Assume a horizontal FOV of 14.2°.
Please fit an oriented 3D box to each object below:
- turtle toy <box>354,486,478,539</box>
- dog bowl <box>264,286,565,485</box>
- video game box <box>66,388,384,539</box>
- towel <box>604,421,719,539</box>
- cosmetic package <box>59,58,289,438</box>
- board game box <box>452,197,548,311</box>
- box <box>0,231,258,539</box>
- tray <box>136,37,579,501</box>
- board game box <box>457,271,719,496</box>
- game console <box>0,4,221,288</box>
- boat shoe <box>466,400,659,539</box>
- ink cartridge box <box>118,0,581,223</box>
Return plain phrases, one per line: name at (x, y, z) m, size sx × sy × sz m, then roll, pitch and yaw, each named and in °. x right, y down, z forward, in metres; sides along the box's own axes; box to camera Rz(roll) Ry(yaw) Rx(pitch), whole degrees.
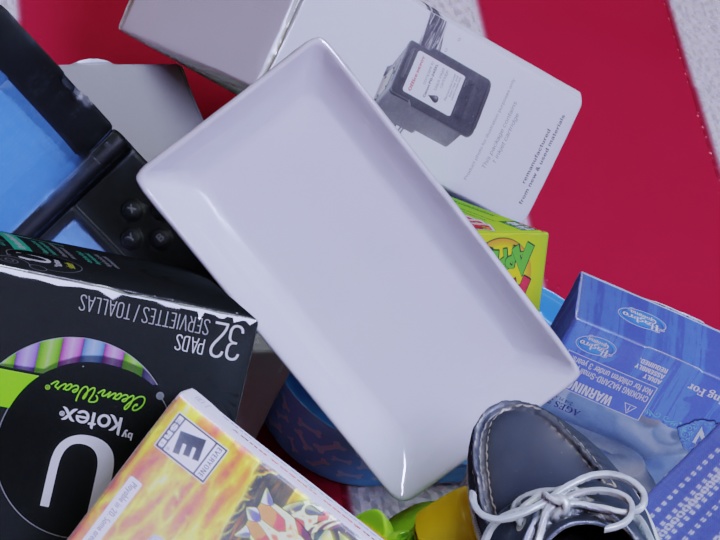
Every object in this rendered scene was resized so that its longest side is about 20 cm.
turtle toy at (0.024, 0.171, 1.290) m, size 0.101 × 0.146 × 0.200 m, roll 44°, pitch 27°, yaw -27°
dog bowl at (0.036, 0.060, 1.499) m, size 0.200 × 0.050 × 0.112 m, roll 0°, pitch 50°, yaw -29°
video game box at (-0.060, 0.181, 1.173) m, size 0.182 × 0.200 × 0.047 m, roll 37°, pitch 2°, yaw 2°
towel at (0.182, 0.152, 1.177) m, size 0.145 × 0.024 × 0.200 m, roll -44°, pitch 50°, yaw -16°
cosmetic package at (-0.118, -0.009, 1.457) m, size 0.107 × 0.090 × 0.200 m, roll -1°, pitch 47°, yaw -28°
board game box at (-0.003, -0.018, 1.470) m, size 0.101 × 0.048 × 0.200 m, roll 0°, pitch 13°, yaw -31°
box at (-0.165, 0.060, 1.242) m, size 0.200 × 0.149 × 0.124 m, roll 11°, pitch 6°, yaw -16°
tray at (0.000, 0.000, 1.304) m, size 0.200 × 0.107 × 0.022 m, roll 52°, pitch 8°, yaw -14°
board game box at (0.152, 0.121, 1.388) m, size 0.200 × 0.199 × 0.043 m, roll 23°, pitch 35°, yaw -6°
game console at (-0.172, 0.014, 1.309) m, size 0.200 × 0.116 × 0.176 m, roll -44°, pitch 74°, yaw -2°
boat shoe at (0.089, 0.122, 1.182) m, size 0.075 × 0.062 × 0.200 m, roll -21°, pitch 48°, yaw 3°
ink cartridge box at (-0.007, -0.110, 1.519) m, size 0.200 × 0.083 × 0.145 m, roll 26°, pitch 0°, yaw -38°
